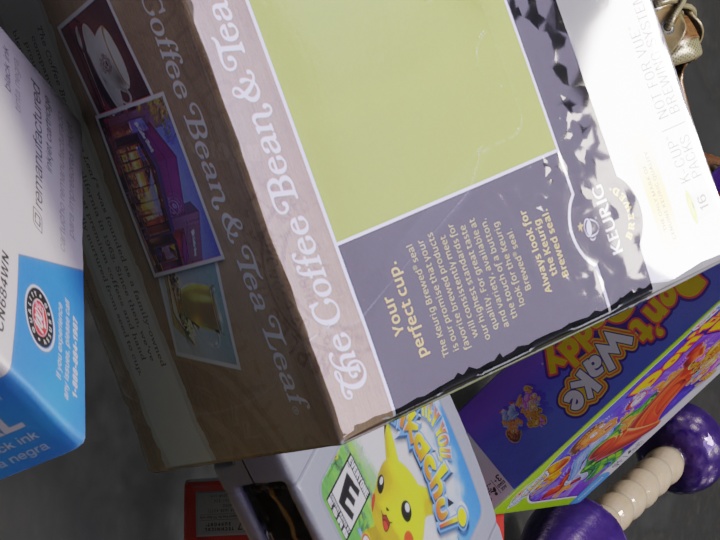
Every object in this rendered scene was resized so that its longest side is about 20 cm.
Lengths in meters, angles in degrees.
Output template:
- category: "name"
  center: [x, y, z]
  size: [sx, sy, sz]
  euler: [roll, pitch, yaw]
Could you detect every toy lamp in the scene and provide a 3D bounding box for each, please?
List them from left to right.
- category: "toy lamp"
  center: [0.130, 0.121, 1.503]
  size: [0.200, 0.058, 0.059]
  euler: [-33, 114, -57]

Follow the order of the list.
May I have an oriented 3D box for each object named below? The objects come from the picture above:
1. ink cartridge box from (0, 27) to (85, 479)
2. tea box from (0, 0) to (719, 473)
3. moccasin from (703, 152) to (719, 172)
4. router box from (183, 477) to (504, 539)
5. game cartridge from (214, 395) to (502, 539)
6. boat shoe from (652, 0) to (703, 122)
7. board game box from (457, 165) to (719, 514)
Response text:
- category: "ink cartridge box"
  center: [-0.168, -0.041, 0.918]
  size: [0.200, 0.084, 0.147]
  euler: [53, 25, -45]
- category: "tea box"
  center: [-0.003, -0.058, 1.064]
  size: [0.196, 0.133, 0.201]
  euler: [-22, 95, -35]
- category: "moccasin"
  center: [0.165, -0.006, 1.502]
  size: [0.202, 0.077, 0.074]
  euler: [103, -9, -63]
- category: "router box"
  center: [-0.003, 0.182, 1.259]
  size: [0.200, 0.049, 0.181]
  euler: [13, 74, -60]
- category: "game cartridge"
  center: [0.004, 0.093, 1.199]
  size: [0.201, 0.040, 0.134]
  euler: [65, 28, -27]
- category: "boat shoe"
  center: [0.123, -0.105, 1.374]
  size: [0.076, 0.073, 0.201]
  euler: [-27, 109, -60]
- category: "board game box"
  center: [0.135, 0.027, 1.350]
  size: [0.045, 0.200, 0.134]
  euler: [50, 16, 16]
